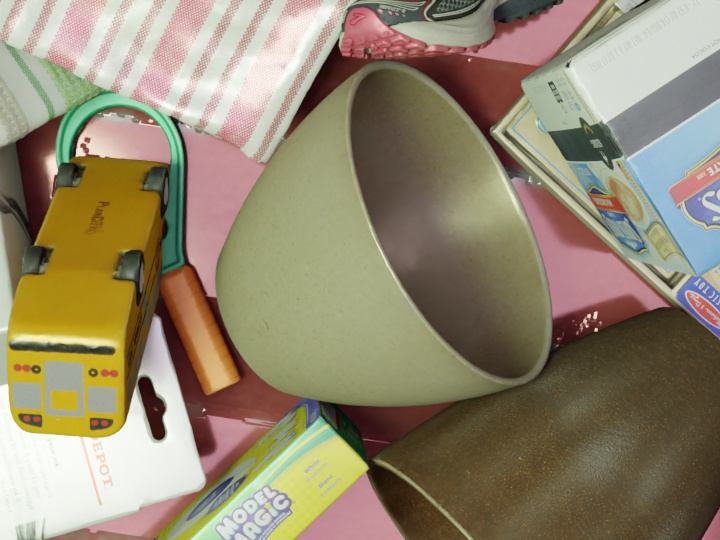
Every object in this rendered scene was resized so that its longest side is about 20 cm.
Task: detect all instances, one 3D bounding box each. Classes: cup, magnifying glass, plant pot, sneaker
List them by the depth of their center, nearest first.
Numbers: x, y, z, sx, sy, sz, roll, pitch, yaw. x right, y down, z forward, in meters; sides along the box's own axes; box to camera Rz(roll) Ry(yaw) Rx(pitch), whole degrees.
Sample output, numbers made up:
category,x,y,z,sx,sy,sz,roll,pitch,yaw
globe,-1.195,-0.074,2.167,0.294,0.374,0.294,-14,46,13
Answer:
category,x,y,z,sx,sy,sz,roll,pitch,yaw
sneaker,0.050,-0.172,0.987,0.080,0.200,0.075,3,115,34
cup,0.000,0.000,0.999,0.143,0.200,0.201,-28,94,28
plant pot,0.137,0.119,1.014,0.200,0.187,0.187,-40,94,-13
magnifying glass,-0.126,-0.019,1.063,0.079,0.022,0.201,-24,94,-1

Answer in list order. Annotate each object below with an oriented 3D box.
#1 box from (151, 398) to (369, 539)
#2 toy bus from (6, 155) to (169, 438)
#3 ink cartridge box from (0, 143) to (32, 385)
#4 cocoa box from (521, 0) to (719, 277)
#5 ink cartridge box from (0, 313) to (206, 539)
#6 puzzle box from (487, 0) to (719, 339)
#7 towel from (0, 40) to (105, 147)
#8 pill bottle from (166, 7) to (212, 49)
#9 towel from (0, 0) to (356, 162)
category,x,y,z,sx,sy,sz,roll,pitch,yaw
box,-0.083,0.160,1.024,0.048,0.117,0.200,45,91,-6
toy bus,-0.149,0.006,0.963,0.064,0.200,0.079,2,118,0
ink cartridge box,-0.271,-0.029,0.993,0.145,0.084,0.202,-13,71,-2
cocoa box,0.187,-0.088,0.955,0.133,0.200,0.132,-32,94,0
ink cartridge box,-0.201,0.103,1.042,0.198,0.068,0.117,-16,92,-1
puzzle box,0.195,-0.069,1.069,0.200,0.025,0.133,41,91,-4
towel,-0.214,-0.153,0.984,0.031,0.200,0.150,-33,95,44
pill bottle,-0.038,-0.214,1.010,0.200,0.112,0.112,-45,93,0
towel,-0.106,-0.158,0.946,0.199,0.030,0.147,25,112,-13
